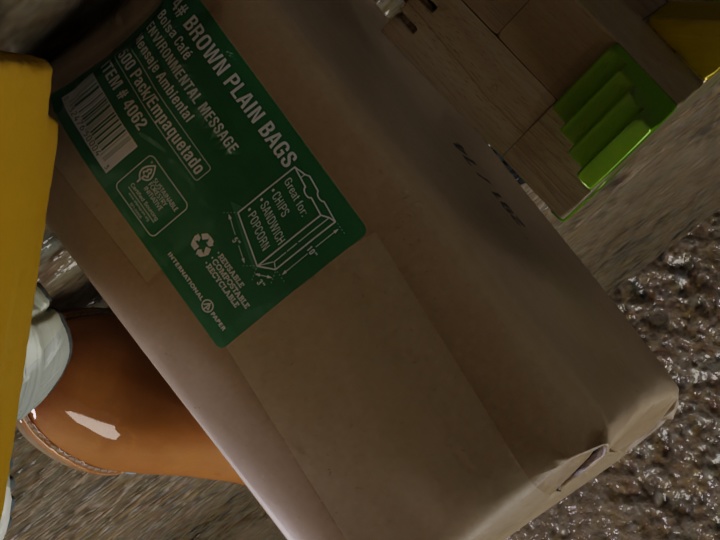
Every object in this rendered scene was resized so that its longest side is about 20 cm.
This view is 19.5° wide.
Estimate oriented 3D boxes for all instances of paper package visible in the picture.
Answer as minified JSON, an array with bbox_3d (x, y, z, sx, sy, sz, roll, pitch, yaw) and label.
[{"bbox_3d":[0.000,0.000,0.685,0.103,0.200,0.191,-39,172,11],"label":"paper package"}]

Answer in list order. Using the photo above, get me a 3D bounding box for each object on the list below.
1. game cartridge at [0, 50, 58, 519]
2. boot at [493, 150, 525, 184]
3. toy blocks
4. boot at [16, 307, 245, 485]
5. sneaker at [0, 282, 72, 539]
[{"bbox_3d":[-0.138,0.028,0.510,0.200,0.032,0.177,-5,105,-74],"label":"game cartridge"},{"bbox_3d":[0.029,-0.029,0.950,0.158,0.080,0.211,-38,158,1],"label":"boot"},{"bbox_3d":[0.056,-0.102,0.645,0.100,0.137,0.200,-46,175,31],"label":"toy blocks"},{"bbox_3d":[-0.037,0.064,0.891,0.155,0.200,0.077,-3,-114,48],"label":"boot"},{"bbox_3d":[-0.173,0.068,0.750,0.086,0.078,0.200,-38,163,-39],"label":"sneaker"}]
